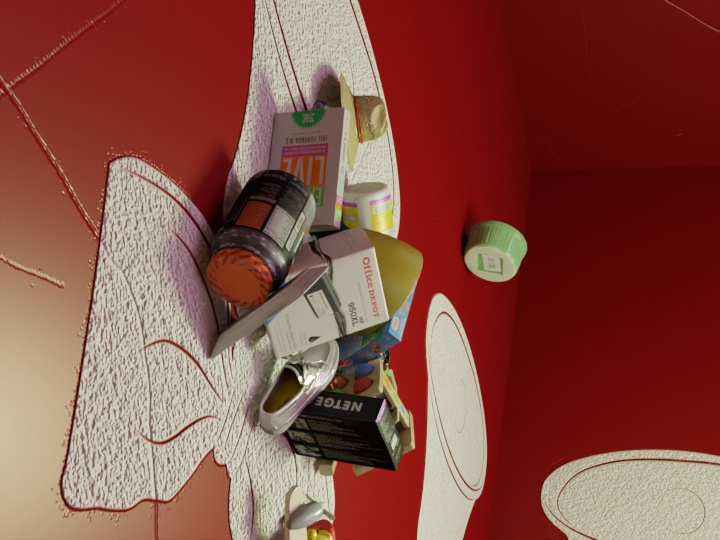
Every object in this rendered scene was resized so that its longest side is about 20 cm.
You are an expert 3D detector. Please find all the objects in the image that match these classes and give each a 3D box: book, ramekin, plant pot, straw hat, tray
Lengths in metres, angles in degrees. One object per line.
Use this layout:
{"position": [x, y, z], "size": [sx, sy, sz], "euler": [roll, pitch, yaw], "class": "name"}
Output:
{"position": [-0.087, -0.166, 1.501], "size": [0.048, 0.132, 0.203], "euler": [30, 61, -62], "class": "book"}
{"position": [0.424, -0.056, 2.872], "size": [0.201, 0.197, 0.098], "euler": [68, 36, -46], "class": "ramekin"}
{"position": [0.000, 0.000, 1.707], "size": [0.142, 0.199, 0.201], "euler": [38, 43, -19], "class": "plant pot"}
{"position": [0.011, -0.300, 1.772], "size": [0.201, 0.084, 0.205], "euler": [-5, 90, -87], "class": "straw hat"}
{"position": [-0.138, 0.055, 1.317], "size": [0.022, 0.199, 0.107], "euler": [52, 28, -5], "class": "tray"}

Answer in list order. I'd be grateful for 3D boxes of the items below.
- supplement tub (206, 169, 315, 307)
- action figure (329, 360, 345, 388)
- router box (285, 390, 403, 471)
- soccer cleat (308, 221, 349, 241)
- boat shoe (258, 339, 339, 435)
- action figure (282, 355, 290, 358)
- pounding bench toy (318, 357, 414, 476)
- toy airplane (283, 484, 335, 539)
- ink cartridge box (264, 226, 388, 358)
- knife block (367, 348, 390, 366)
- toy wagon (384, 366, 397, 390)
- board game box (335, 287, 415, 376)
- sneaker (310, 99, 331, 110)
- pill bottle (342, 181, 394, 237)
{"position": [-0.149, -0.048, 1.344], "size": [0.201, 0.121, 0.124], "euler": [-68, 151, -45], "class": "supplement tub"}
{"position": [-0.063, 0.145, 1.634], "size": [0.065, 0.098, 0.203], "euler": [35, 60, -65], "class": "action figure"}
{"position": [-0.037, 0.270, 1.542], "size": [0.150, 0.197, 0.051], "euler": [71, 33, -43], "class": "router box"}
{"position": [-0.071, -0.084, 1.546], "size": [0.081, 0.067, 0.201], "euler": [43, 8, -49], "class": "soccer cleat"}
{"position": [-0.103, 0.170, 1.483], "size": [0.202, 0.074, 0.087], "euler": [-48, 154, -30], "class": "boat shoe"}
{"position": [-0.108, 0.064, 1.569], "size": [0.119, 0.054, 0.202], "euler": [66, 34, -54], "class": "action figure"}
{"position": [-0.022, 0.281, 1.681], "size": [0.157, 0.198, 0.124], "euler": [59, 11, -16], "class": "pounding bench toy"}
{"position": [-0.092, 0.478, 1.475], "size": [0.201, 0.139, 0.201], "euler": [65, 32, -51], "class": "toy airplane"}
{"position": [-0.066, 0.034, 1.452], "size": [0.084, 0.197, 0.146], "euler": [-124, -162, -58], "class": "ink cartridge box"}
{"position": [0.031, 0.094, 1.886], "size": [0.176, 0.063, 0.203], "euler": [-59, 147, -79], "class": "knife block"}
{"position": [0.044, 0.315, 2.014], "size": [0.201, 0.039, 0.157], "euler": [-68, 150, -46], "class": "toy wagon"}
{"position": [0.020, 0.110, 1.743], "size": [0.036, 0.199, 0.152], "euler": [35, 45, -18], "class": "board game box"}
{"position": [-0.078, -0.261, 1.625], "size": [0.200, 0.073, 0.089], "euler": [-73, 149, -79], "class": "sneaker"}
{"position": [0.018, -0.073, 1.845], "size": [0.104, 0.103, 0.203], "euler": [-46, 133, -63], "class": "pill bottle"}
